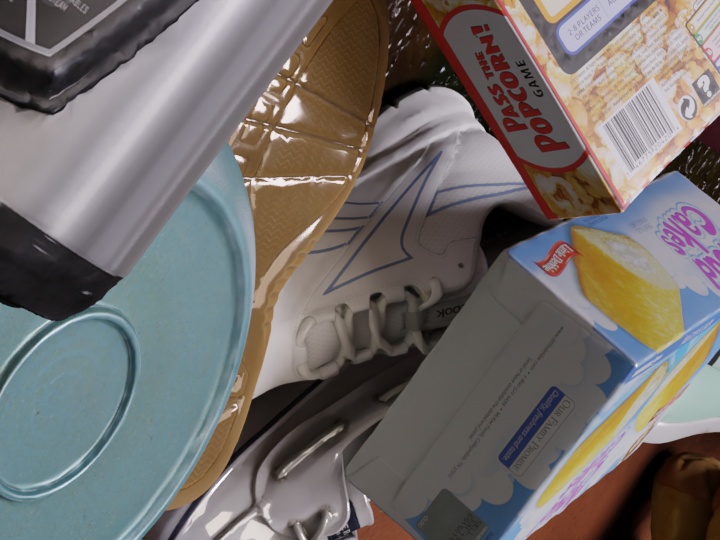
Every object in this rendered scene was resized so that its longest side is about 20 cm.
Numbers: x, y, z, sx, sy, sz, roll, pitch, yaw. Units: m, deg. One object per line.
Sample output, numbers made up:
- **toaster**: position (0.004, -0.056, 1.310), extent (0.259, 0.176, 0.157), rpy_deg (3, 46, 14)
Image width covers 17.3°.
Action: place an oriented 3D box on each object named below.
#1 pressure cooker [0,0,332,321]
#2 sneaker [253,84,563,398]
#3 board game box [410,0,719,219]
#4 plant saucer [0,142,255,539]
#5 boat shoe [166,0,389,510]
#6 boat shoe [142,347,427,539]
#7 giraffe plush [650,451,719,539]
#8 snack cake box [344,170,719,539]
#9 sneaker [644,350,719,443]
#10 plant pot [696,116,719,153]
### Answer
- **pressure cooker**: position (-0.079, -0.114, 0.560), extent (0.200, 0.178, 0.176), rpy_deg (-52, 156, -2)
- **sneaker**: position (0.000, 0.000, 0.911), extent (0.200, 0.087, 0.075), rpy_deg (-37, 149, -31)
- **board game box**: position (0.072, -0.143, 0.790), extent (0.151, 0.046, 0.201), rpy_deg (-42, 109, -26)
- **plant saucer**: position (-0.096, 0.036, 0.710), extent (0.200, 0.027, 0.201), rpy_deg (-36, 143, -34)
- **boat shoe**: position (-0.056, -0.020, 0.815), extent (0.073, 0.069, 0.201), rpy_deg (17, 100, -46)
- **boat shoe**: position (-0.023, 0.091, 0.993), extent (0.200, 0.066, 0.072), rpy_deg (-42, 150, -27)
- **giraffe plush**: position (0.176, 0.218, 1.374), extent (0.162, 0.172, 0.201), rpy_deg (-4, 107, -44)
- **snack cake box**: position (0.086, 0.036, 0.944), extent (0.115, 0.067, 0.200), rpy_deg (-56, 166, 24)
- **sneaker**: position (0.216, 0.026, 1.304), extent (0.200, 0.074, 0.119), rpy_deg (-11, 135, -52)
- **plant pot**: position (0.264, -0.115, 1.124), extent (0.200, 0.179, 0.201), rpy_deg (-40, 149, -29)
